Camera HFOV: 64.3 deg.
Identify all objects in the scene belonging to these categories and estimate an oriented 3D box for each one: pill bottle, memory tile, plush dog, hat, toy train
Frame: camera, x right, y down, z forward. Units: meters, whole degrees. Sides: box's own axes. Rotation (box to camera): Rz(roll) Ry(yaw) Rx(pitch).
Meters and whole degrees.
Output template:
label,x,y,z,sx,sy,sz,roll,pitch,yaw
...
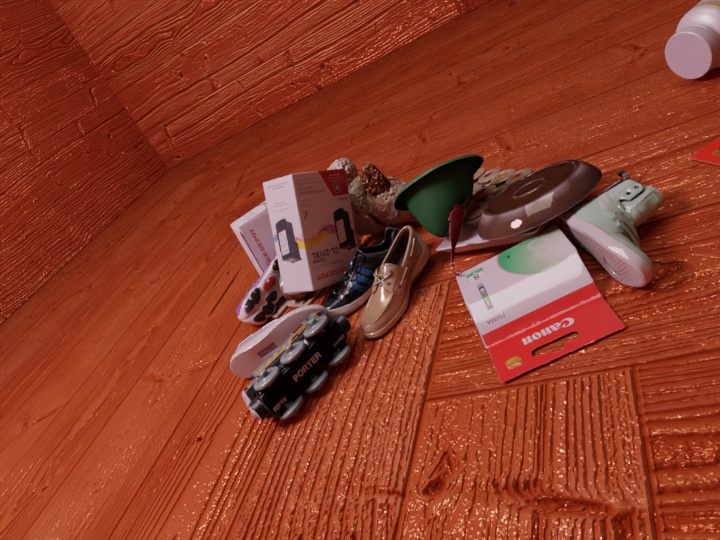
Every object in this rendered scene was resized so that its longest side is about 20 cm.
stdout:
label,x,y,z,sx,sy,sz,roll,pitch,yaw
pill bottle,0.625,-0.424,0.990,0.199,0.113,0.112,-40,27,-13
memory tile,0.214,-0.143,1.053,0.152,0.017,0.200,-37,18,-10
plush dog,0.037,-0.130,1.126,0.170,0.197,0.164,-13,63,52
hat,0.157,-0.070,0.949,0.197,0.179,0.166,-19,-14,-29
toy train,-0.098,0.143,0.877,0.200,0.086,0.113,-45,16,-20

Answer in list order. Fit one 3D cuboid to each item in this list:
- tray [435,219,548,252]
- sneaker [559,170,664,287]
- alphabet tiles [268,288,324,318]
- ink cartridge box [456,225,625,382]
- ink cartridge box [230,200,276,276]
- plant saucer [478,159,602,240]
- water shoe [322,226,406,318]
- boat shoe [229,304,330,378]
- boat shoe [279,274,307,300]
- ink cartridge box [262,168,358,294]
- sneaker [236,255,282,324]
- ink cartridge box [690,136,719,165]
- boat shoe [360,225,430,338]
label,x,y,z,sx,sy,sz,roll,pitch,yaw
tray,0.219,-0.065,0.905,0.107,0.022,0.198,-41,19,-34
sneaker,0.340,-0.062,0.723,0.117,0.074,0.201,-34,22,11
alphabet tiles,-0.140,0.038,1.184,0.198,0.008,0.168,-2,39,48
ink cartridge box,0.218,0.035,0.736,0.159,0.051,0.201,-28,24,12
ink cartridge box,-0.164,-0.090,1.258,0.198,0.149,0.083,-35,24,-17
plant saucer,0.260,-0.113,0.862,0.198,0.032,0.201,-32,12,7
water shoe,0.000,0.000,1.006,0.199,0.080,0.071,-38,26,-10
boat shoe,-0.138,0.113,0.992,0.199,0.072,0.069,-38,24,12
boat shoe,-0.090,-0.021,1.148,0.071,0.076,0.202,-8,44,35
ink cartridge box,-0.082,-0.073,1.044,0.082,0.205,0.144,-6,7,41
sneaker,-0.183,0.022,1.167,0.200,0.081,0.083,-47,24,-26
ink cartridge box,0.564,-0.191,0.739,0.172,0.044,0.200,-33,26,-3
boat shoe,0.047,0.016,0.926,0.071,0.065,0.202,1,50,46
